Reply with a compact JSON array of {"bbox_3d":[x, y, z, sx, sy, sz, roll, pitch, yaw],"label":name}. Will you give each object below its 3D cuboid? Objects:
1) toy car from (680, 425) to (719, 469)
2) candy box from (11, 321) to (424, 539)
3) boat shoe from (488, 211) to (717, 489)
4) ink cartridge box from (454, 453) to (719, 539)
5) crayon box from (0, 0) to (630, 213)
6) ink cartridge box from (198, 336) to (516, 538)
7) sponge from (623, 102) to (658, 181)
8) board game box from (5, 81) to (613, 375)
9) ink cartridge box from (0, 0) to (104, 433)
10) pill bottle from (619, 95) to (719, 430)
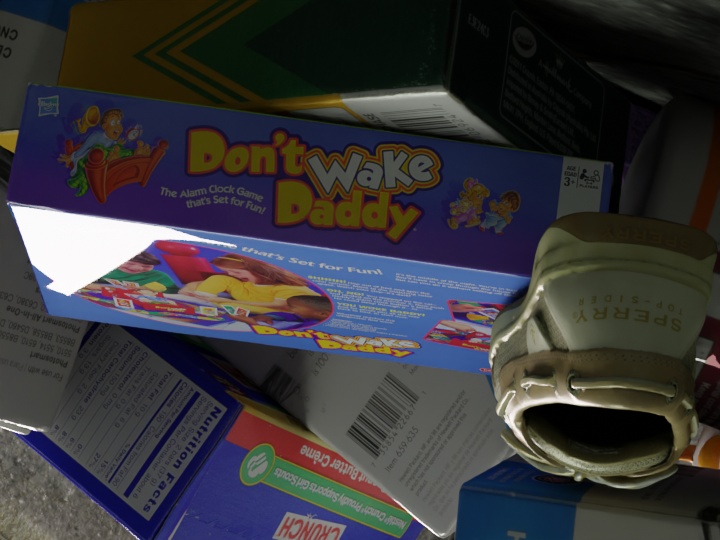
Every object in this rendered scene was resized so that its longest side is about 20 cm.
[{"bbox_3d":[0.199,0.091,1.135,0.176,0.185,0.200,12,172,-33],"label":"toy car"},{"bbox_3d":[-0.089,0.062,1.116,0.200,0.077,0.169,35,-178,35],"label":"candy box"},{"bbox_3d":[0.079,0.043,0.833,0.073,0.063,0.201,8,160,-1],"label":"boat shoe"},{"bbox_3d":[0.144,0.124,0.949,0.199,0.085,0.146,8,-177,15],"label":"ink cartridge box"},{"bbox_3d":[-0.020,-0.056,0.914,0.199,0.052,0.126,-3,160,33],"label":"crayon box"},{"bbox_3d":[0.000,0.000,1.049,0.200,0.116,0.067,40,-160,13],"label":"ink cartridge box"},{"bbox_3d":[0.056,-0.070,1.023,0.200,0.030,0.111,22,178,-31],"label":"sponge"},{"bbox_3d":[-0.017,-0.010,0.898,0.199,0.045,0.135,8,163,1],"label":"board game box"},{"bbox_3d":[-0.170,-0.052,1.034,0.146,0.201,0.084,18,177,36],"label":"ink cartridge box"},{"bbox_3d":[0.189,0.020,0.936,0.199,0.115,0.114,20,178,-1],"label":"pill bottle"}]
